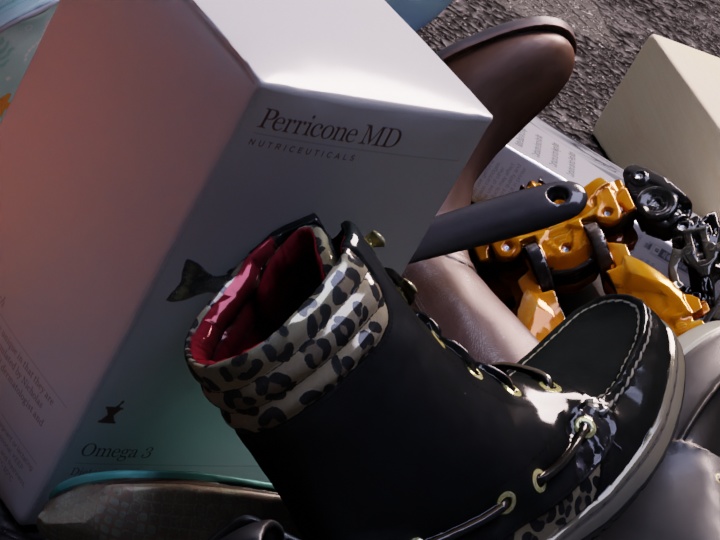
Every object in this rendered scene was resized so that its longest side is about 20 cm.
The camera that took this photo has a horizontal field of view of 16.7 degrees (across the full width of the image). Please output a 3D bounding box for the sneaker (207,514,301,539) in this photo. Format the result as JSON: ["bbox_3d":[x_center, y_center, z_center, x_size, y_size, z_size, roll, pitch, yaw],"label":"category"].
[{"bbox_3d":[-0.057,0.114,0.796,0.199,0.104,0.060,26,26,-10],"label":"sneaker"}]

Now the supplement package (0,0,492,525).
[{"bbox_3d":[-0.065,-0.016,0.915,0.117,0.200,0.117,5,35,-42],"label":"supplement package"}]

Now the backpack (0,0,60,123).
[{"bbox_3d":[-0.155,-0.120,1.014,0.151,0.200,0.177,44,27,27],"label":"backpack"}]

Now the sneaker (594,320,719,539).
[{"bbox_3d":[0.138,0.108,0.944,0.106,0.075,0.200,13,54,33],"label":"sneaker"}]

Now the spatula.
[{"bbox_3d":[0.000,0.000,1.028,0.021,0.200,0.057,63,9,-53],"label":"spatula"}]

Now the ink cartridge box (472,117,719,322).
[{"bbox_3d":[0.097,-0.048,1.291,0.200,0.041,0.200,30,10,-2],"label":"ink cartridge box"}]

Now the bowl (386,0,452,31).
[{"bbox_3d":[-0.043,-0.188,1.292,0.201,0.201,0.105,32,36,3],"label":"bowl"}]

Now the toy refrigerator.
[{"bbox_3d":[0.214,-0.050,1.438,0.070,0.076,0.200,16,28,-28],"label":"toy refrigerator"}]

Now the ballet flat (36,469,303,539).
[{"bbox_3d":[-0.023,0.112,0.893,0.200,0.067,0.063,9,61,-34],"label":"ballet flat"}]

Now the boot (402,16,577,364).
[{"bbox_3d":[0.058,0.004,1.052,0.064,0.186,0.200,48,6,-50],"label":"boot"}]

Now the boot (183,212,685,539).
[{"bbox_3d":[0.032,0.035,0.873,0.204,0.073,0.154,-48,119,-37],"label":"boot"}]

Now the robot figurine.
[{"bbox_3d":[0.109,0.042,1.088,0.145,0.058,0.200,-18,52,-4],"label":"robot figurine"}]
